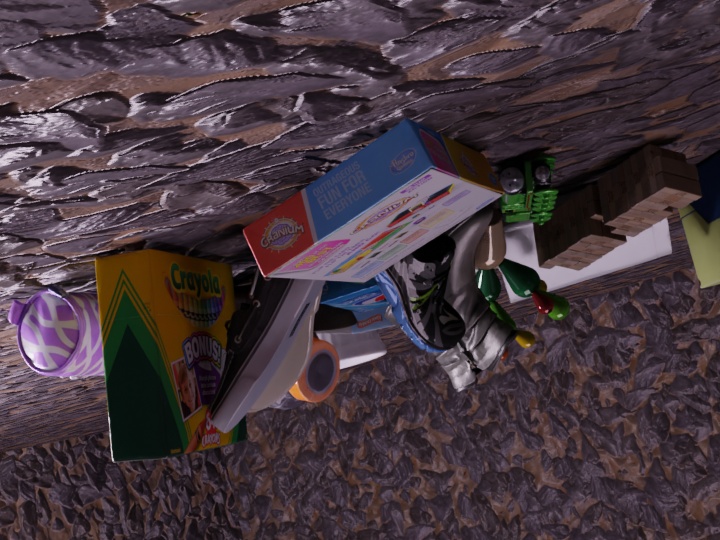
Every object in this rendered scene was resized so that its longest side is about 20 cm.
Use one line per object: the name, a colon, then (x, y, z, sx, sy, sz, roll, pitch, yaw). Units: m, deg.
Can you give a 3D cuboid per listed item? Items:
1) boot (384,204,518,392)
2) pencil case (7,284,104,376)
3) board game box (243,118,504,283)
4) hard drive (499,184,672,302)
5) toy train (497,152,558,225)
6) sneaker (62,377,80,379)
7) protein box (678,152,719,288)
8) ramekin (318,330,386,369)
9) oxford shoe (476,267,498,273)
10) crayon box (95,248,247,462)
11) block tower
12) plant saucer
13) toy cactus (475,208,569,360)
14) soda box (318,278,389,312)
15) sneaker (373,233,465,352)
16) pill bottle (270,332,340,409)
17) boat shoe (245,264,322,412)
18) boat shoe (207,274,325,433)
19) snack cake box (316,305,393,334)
boot: (0.118, 0.027, 1.225, 0.068, 0.130, 0.201, -35, 162, -48)
pencil case: (-0.255, 0.059, 1.155, 0.084, 0.085, 0.199, 21, -176, 22)
board game box: (0.018, -0.047, 0.921, 0.152, 0.041, 0.200, -32, 167, 17)
hard drive: (0.252, -0.038, 1.351, 0.197, 0.027, 0.133, -18, 137, 8)
toy train: (0.158, -0.075, 1.133, 0.055, 0.043, 0.200, -4, 174, 7)
sneaker: (-0.264, 0.082, 1.361, 0.196, 0.077, 0.081, -2, 177, -19)
protein box: (0.502, -0.082, 1.360, 0.197, 0.137, 0.199, -12, 171, -10)
ramekin: (-0.068, 0.097, 1.710, 0.197, 0.099, 0.201, -14, 172, -2)
oxford shoe: (0.161, -0.027, 1.407, 0.197, 0.059, 0.075, -19, 170, 17)
crayon box: (-0.167, 0.077, 1.077, 0.057, 0.176, 0.200, -6, 175, 14)
block tower: (0.263, -0.062, 1.226, 0.057, 0.055, 0.199, 10, 153, -29)
plant saucer: (-0.101, 0.040, 1.308, 0.196, 0.037, 0.200, 1, -176, 0)
toy cactus: (0.133, 0.008, 1.312, 0.197, 0.167, 0.103, 19, -132, 23)
soda box: (0.000, 0.000, 1.247, 0.063, 0.069, 0.200, -16, 172, 11)
sneaker: (0.062, 0.007, 1.135, 0.082, 0.071, 0.201, -23, 131, 10)
pill bottle: (-0.116, 0.104, 1.405, 0.198, 0.108, 0.105, 8, -170, 43)
boat shoe: (-0.089, 0.057, 1.182, 0.072, 0.063, 0.202, -14, 139, -35)
boat shoe: (-0.087, 0.047, 1.053, 0.202, 0.056, 0.069, -60, 171, 5)
snack cake box: (0.043, 0.031, 1.488, 0.197, 0.068, 0.114, -10, -179, -29)
